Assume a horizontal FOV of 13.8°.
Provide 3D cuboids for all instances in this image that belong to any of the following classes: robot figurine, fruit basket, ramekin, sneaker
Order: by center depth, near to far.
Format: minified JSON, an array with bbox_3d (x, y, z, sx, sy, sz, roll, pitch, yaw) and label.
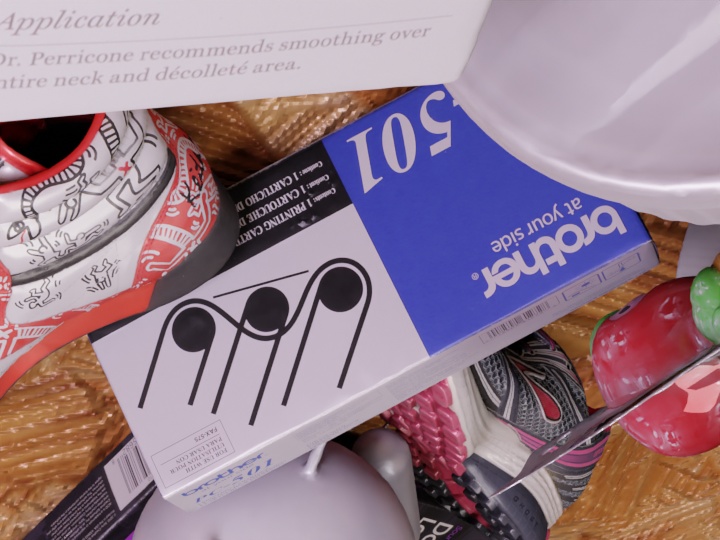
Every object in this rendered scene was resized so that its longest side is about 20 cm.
[{"bbox_3d":[0.116,-0.106,0.952,0.202,0.203,0.094,-31,156,8],"label":"ramekin"},{"bbox_3d":[-0.148,0.002,1.038,0.201,0.067,0.108,-32,143,4],"label":"sneaker"},{"bbox_3d":[0.135,0.010,1.050,0.199,0.094,0.185,-29,178,12],"label":"fruit basket"},{"bbox_3d":[-0.031,0.140,1.177,0.170,0.113,0.200,-53,156,-29],"label":"robot figurine"},{"bbox_3d":[0.042,0.040,1.199,0.075,0.080,0.200,-51,146,-12],"label":"sneaker"}]

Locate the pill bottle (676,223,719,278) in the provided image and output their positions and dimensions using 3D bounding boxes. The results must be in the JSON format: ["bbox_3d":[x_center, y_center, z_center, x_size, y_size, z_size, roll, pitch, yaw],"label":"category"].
[{"bbox_3d":[0.231,0.018,1.165,0.199,0.110,0.110,5,158,31],"label":"pill bottle"}]

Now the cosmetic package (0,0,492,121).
[{"bbox_3d":[-0.045,-0.170,0.795,0.166,0.167,0.201,-5,141,-25],"label":"cosmetic package"}]

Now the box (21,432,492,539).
[{"bbox_3d":[-0.046,0.124,1.276,0.199,0.036,0.143,18,126,-45],"label":"box"}]

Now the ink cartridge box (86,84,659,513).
[{"bbox_3d":[0.000,0.000,1.090,0.199,0.094,0.044,-28,165,3],"label":"ink cartridge box"}]
